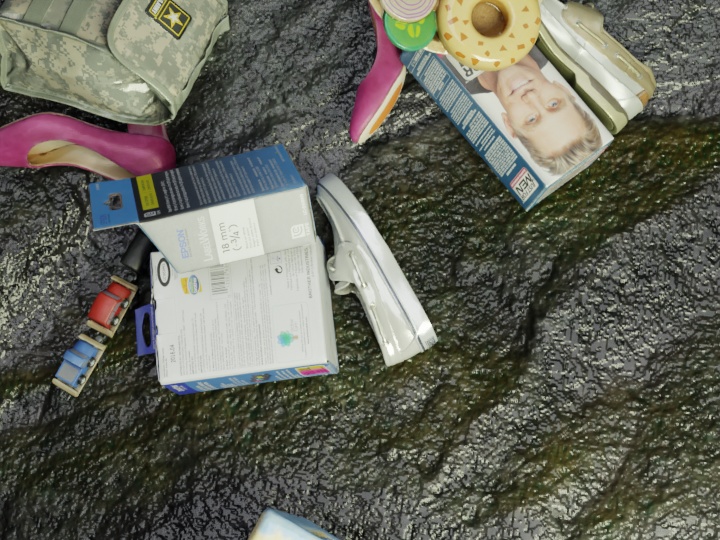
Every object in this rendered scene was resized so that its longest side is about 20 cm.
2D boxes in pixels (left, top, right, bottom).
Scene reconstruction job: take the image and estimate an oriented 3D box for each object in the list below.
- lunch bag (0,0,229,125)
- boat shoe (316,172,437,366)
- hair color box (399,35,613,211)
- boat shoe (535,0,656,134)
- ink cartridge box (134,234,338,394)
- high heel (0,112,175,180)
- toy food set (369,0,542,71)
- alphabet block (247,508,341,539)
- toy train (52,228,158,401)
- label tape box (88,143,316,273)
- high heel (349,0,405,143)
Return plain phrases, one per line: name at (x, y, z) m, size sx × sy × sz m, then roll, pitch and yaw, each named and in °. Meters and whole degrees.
lunch bag at (-0.245, -0.244, 1.443) m, size 0.199 × 0.118 × 0.164 m, roll 16°, pitch 53°, yaw 6°
boat shoe at (0.000, 0.000, 1.401) m, size 0.066 × 0.072 × 0.200 m, roll -30°, pitch 83°, yaw -4°
hair color box at (0.141, -0.168, 1.391) m, size 0.100 × 0.061 × 0.200 m, roll -35°, pitch 81°, yaw -26°
boat shoe at (0.208, -0.230, 1.412) m, size 0.068 × 0.075 × 0.200 m, roll -42°, pitch 94°, yaw -7°
ink cartridge box at (-0.129, 0.044, 1.403) m, size 0.199 × 0.076 × 0.137 m, roll -7°, pitch 75°, yaw 5°
high heel at (-0.289, -0.108, 1.461) m, size 0.199 × 0.067 × 0.096 m, roll -8°, pitch 69°, yaw -5°
toy food set at (0.088, -0.295, 1.328) m, size 0.197 × 0.049 × 0.201 m, roll 16°, pitch 95°, yaw -14°
alphabet block at (-0.038, 0.346, 1.261) m, size 0.195 × 0.196 × 0.200 m, roll 28°, pitch 83°, yaw 15°
toy train at (-0.250, 0.040, 1.437) m, size 0.034 × 0.046 × 0.200 m, roll 26°, pitch 83°, yaw 13°
label tape box at (-0.154, -0.055, 1.374) m, size 0.199 × 0.144 × 0.064 m, roll -13°, pitch 112°, yaw -7°
high heel at (0.008, -0.227, 1.444) m, size 0.096 × 0.067 × 0.201 m, roll 25°, pitch 77°, yaw 3°
